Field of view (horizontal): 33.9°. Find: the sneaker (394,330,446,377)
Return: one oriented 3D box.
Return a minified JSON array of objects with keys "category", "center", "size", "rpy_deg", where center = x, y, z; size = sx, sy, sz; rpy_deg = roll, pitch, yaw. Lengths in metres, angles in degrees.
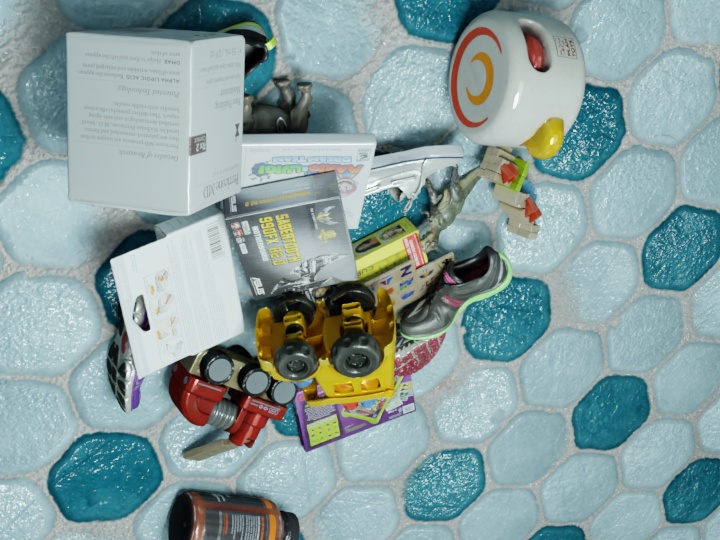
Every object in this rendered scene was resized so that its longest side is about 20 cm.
[{"category":"sneaker","center":[0.046,0.125,1.839],"size":[0.199,0.075,0.081],"rpy_deg":[-21,149,-21]}]

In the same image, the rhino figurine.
[{"category":"rhino figurine","center":[-0.158,-0.198,1.582],"size":[0.198,0.060,0.088],"rpy_deg":[-13,119,-17]}]

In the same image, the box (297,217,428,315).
[{"category":"box","center":[0.000,0.000,1.772],"size":[0.199,0.050,0.076],"rpy_deg":[-26,125,-11]}]

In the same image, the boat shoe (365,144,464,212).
[{"category":"boat shoe","center":[0.059,-0.127,1.697],"size":[0.200,0.075,0.087],"rpy_deg":[-12,93,-16]}]

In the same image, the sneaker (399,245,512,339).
[{"category":"sneaker","center":[0.135,0.029,1.800],"size":[0.199,0.077,0.084],"rpy_deg":[-38,132,2]}]

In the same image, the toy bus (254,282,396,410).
[{"category":"toy bus","center":[-0.042,0.133,1.708],"size":[0.198,0.136,0.193],"rpy_deg":[-7,131,1]}]

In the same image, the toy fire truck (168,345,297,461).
[{"category":"toy fire truck","center":[-0.216,0.210,1.759],"size":[0.175,0.129,0.201],"rpy_deg":[23,96,-33]}]

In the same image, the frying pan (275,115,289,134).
[{"category":"frying pan","center":[-0.083,-0.136,1.625],"size":[0.114,0.031,0.190],"rpy_deg":[1,145,-22]}]

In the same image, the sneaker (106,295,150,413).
[{"category":"sneaker","center":[-0.305,0.113,1.676],"size":[0.083,0.081,0.202],"rpy_deg":[2,115,-33]}]

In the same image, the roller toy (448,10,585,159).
[{"category":"roller toy","center":[0.222,-0.263,1.646],"size":[0.139,0.200,0.184],"rpy_deg":[1,111,-27]}]

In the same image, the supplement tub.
[{"category":"supplement tub","center":[-0.197,0.411,1.874],"size":[0.199,0.107,0.108],"rpy_deg":[13,111,-30]}]

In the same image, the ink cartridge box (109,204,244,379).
[{"category":"ink cartridge box","center":[-0.254,0.029,1.625],"size":[0.173,0.043,0.202],"rpy_deg":[-24,126,-26]}]

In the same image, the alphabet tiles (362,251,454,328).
[{"category":"alphabet tiles","center":[0.058,0.042,1.809],"size":[0.199,0.008,0.168],"rpy_deg":[-27,149,-10]}]

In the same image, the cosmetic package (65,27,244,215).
[{"category":"cosmetic package","center":[-0.244,-0.185,1.423],"size":[0.163,0.165,0.202],"rpy_deg":[7,106,16]}]

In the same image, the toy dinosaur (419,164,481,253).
[{"category":"toy dinosaur","center":[0.131,-0.118,1.768],"size":[0.088,0.047,0.200],"rpy_deg":[47,73,-20]}]

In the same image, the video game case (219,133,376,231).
[{"category":"video game case","center":[-0.088,-0.117,1.598],"size":[0.198,0.024,0.183],"rpy_deg":[-2,144,-12]}]

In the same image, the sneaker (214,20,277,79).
[{"category":"sneaker","center":[-0.200,-0.255,1.511],"size":[0.199,0.083,0.072],"rpy_deg":[-33,126,1]}]

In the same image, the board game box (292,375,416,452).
[{"category":"board game box","center":[-0.010,0.206,1.897],"size":[0.198,0.032,0.121],"rpy_deg":[-18,126,-15]}]

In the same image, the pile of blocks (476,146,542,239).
[{"category":"pile of blocks","center":[0.248,-0.119,1.799],"size":[0.082,0.062,0.200],"rpy_deg":[-52,139,-15]}]

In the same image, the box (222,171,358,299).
[{"category":"box","center":[-0.093,-0.045,1.637],"size":[0.157,0.049,0.201],"rpy_deg":[-10,146,1]}]
